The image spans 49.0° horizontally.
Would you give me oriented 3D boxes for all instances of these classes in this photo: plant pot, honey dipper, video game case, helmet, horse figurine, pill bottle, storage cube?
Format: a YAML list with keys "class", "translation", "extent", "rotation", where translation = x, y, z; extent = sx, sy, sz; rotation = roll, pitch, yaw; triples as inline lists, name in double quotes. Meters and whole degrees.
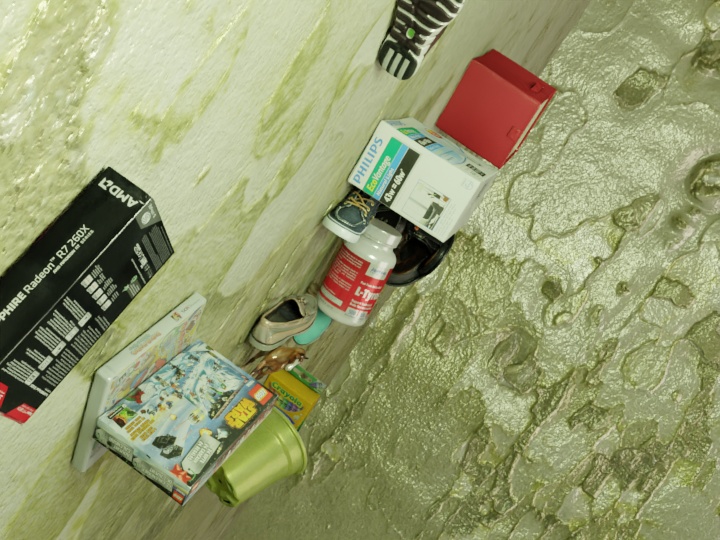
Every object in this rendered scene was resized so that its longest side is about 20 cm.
- class: "plant pot"
  translation: [-0.256, 0.427, 1.786]
  extent: [0.184, 0.200, 0.201]
  rotation: [-33, 160, -38]
- class: "honey dipper"
  translation: [-0.063, -0.009, 1.602]
  extent: [0.200, 0.038, 0.038]
  rotation: [-62, 170, 23]
- class: "video game case"
  translation: [-0.278, 0.141, 0.994]
  extent: [0.182, 0.023, 0.200]
  rotation: [-46, 168, -50]
- class: "helmet"
  translation: [0.092, -0.070, 1.708]
  extent: [0.191, 0.200, 0.200]
  rotation: [-33, -168, 50]
- class: "horse figurine"
  translation: [-0.168, 0.170, 1.459]
  extent: [0.132, 0.050, 0.200]
  rotation: [-37, -174, -6]
- class: "pill bottle"
  translation: [0.000, 0.000, 1.552]
  extent: [0.200, 0.112, 0.112]
  rotation: [-63, 170, 15]
- class: "storage cube"
  translation: [0.302, -0.362, 1.765]
  extent: [0.200, 0.180, 0.171]
  rotation: [-59, 171, 33]

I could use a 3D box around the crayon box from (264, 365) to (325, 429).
- class: "crayon box"
  translation: [-0.183, 0.319, 1.899]
  extent: [0.200, 0.126, 0.052]
  rotation: [-60, 170, 27]

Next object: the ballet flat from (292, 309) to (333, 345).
- class: "ballet flat"
  translation: [-0.083, 0.080, 1.766]
  extent: [0.200, 0.069, 0.071]
  rotation: [-56, -169, 2]

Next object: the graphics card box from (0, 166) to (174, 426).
- class: "graphics card box"
  translation: [-0.240, 0.024, 0.641]
  extent: [0.200, 0.051, 0.126]
  rotation: [-51, 171, -17]

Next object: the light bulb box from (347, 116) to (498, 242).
- class: "light bulb box"
  translation: [0.115, -0.167, 1.395]
  extent: [0.125, 0.200, 0.198]
  rotation: [-59, 171, 20]

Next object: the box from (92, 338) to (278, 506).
- class: "box"
  translation: [-0.210, 0.180, 0.979]
  extent: [0.200, 0.137, 0.040]
  rotation: [-43, 163, -55]

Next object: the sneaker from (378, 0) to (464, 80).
- class: "sneaker"
  translation: [0.095, -0.351, 1.035]
  extent: [0.116, 0.076, 0.200]
  rotation: [-55, -176, -37]

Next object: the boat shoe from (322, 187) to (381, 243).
- class: "boat shoe"
  translation: [-0.008, -0.111, 1.402]
  extent: [0.091, 0.071, 0.200]
  rotation: [-58, 178, 14]

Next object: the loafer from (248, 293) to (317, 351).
- class: "loafer"
  translation: [-0.131, 0.083, 1.465]
  extent: [0.200, 0.072, 0.063]
  rotation: [-37, 154, -56]
